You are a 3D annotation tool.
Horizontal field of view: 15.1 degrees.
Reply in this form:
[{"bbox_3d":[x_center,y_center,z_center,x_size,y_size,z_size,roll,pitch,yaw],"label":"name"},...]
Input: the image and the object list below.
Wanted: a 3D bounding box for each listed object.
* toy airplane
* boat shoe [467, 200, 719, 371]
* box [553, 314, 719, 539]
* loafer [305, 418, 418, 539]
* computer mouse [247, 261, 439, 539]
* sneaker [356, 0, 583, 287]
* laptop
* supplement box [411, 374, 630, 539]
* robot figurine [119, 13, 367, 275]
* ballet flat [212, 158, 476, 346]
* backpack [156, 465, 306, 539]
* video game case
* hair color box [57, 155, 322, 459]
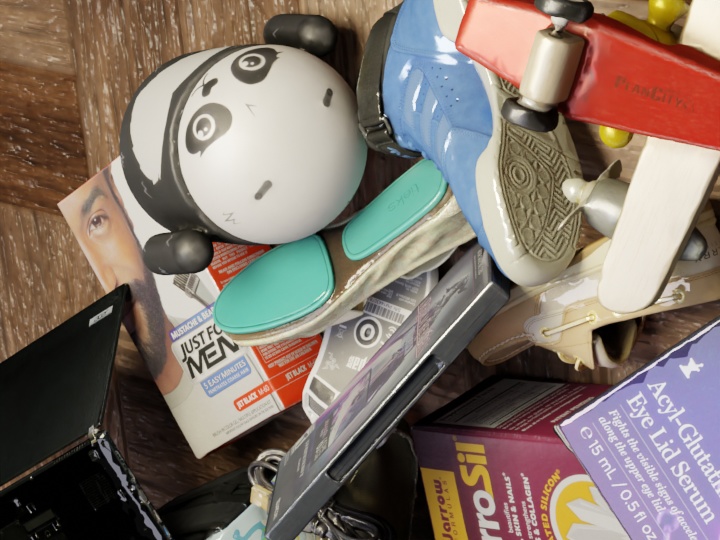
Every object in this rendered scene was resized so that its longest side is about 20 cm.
[{"bbox_3d":[0.175,-0.100,1.446,0.200,0.141,0.199,-27,102,11],"label":"toy airplane"},{"bbox_3d":[0.135,0.024,1.571,0.200,0.074,0.069,-31,81,47],"label":"boat shoe"},{"bbox_3d":[0.230,0.083,1.428,0.200,0.104,0.148,-36,83,18],"label":"box"},{"bbox_3d":[0.004,0.188,1.742,0.070,0.075,0.200,21,103,60],"label":"loafer"},{"bbox_3d":[0.005,0.074,1.702,0.110,0.044,0.200,22,91,31],"label":"computer mouse"},{"bbox_3d":[0.057,-0.073,1.572,0.111,0.077,0.200,-30,70,45],"label":"sneaker"},{"bbox_3d":[-0.188,0.145,1.821,0.177,0.103,0.200,-31,92,38],"label":"laptop"},{"bbox_3d":[0.138,0.133,1.612,0.200,0.086,0.111,2,111,44],"label":"supplement box"},{"bbox_3d":[-0.076,-0.078,1.666,0.200,0.125,0.151,-174,76,-66],"label":"robot figurine"},{"bbox_3d":[0.000,0.000,1.658,0.200,0.062,0.068,-30,48,26],"label":"ballet flat"},{"bbox_3d":[-0.100,0.210,1.844,0.154,0.163,0.200,45,128,7],"label":"backpack"},{"bbox_3d":[0.017,0.068,1.600,0.019,0.143,0.200,39,101,-7],"label":"video game case"},{"bbox_3d":[-0.109,0.013,1.810,0.111,0.064,0.200,-33,84,48],"label":"hair color box"}]
